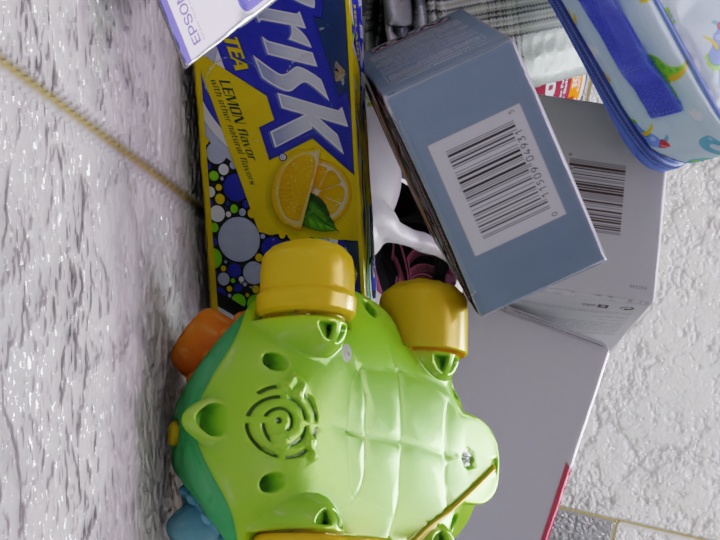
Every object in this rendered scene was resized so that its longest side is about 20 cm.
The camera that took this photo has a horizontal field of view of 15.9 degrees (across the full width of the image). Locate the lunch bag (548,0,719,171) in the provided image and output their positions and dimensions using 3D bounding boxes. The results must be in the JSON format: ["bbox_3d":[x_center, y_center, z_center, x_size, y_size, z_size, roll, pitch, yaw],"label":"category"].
[{"bbox_3d":[0.157,-0.161,1.282,0.161,0.082,0.201,-46,112,-37],"label":"lunch bag"}]

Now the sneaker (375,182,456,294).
[{"bbox_3d":[0.000,0.000,1.354,0.201,0.078,0.096,-82,157,-53],"label":"sneaker"}]

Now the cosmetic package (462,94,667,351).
[{"bbox_3d":[0.108,-0.014,1.399,0.200,0.084,0.108,112,-15,-74],"label":"cosmetic package"}]

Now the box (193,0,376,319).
[{"bbox_3d":[-0.033,-0.071,1.085,0.064,0.069,0.202,-81,169,-70],"label":"box"}]

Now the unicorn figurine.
[{"bbox_3d":[0.007,-0.038,1.276,0.137,0.074,0.201,36,29,-28],"label":"unicorn figurine"}]

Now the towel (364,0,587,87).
[{"bbox_3d":[0.073,-0.185,1.289,0.199,0.034,0.194,-12,108,-49],"label":"towel"}]

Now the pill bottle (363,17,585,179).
[{"bbox_3d":[0.050,-0.111,1.470,0.200,0.112,0.114,-24,114,-66],"label":"pill bottle"}]

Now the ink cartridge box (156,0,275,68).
[{"bbox_3d":[-0.033,-0.161,0.967,0.200,0.037,0.095,-44,120,-43],"label":"ink cartridge box"}]

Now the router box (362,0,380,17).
[{"bbox_3d":[0.026,-0.245,1.287,0.157,0.052,0.201,-30,121,-44],"label":"router box"}]

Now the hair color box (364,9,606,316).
[{"bbox_3d":[0.048,-0.052,1.119,0.200,0.060,0.100,-108,174,-80],"label":"hair color box"}]

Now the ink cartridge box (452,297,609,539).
[{"bbox_3d":[0.057,0.111,1.395,0.200,0.085,0.149,125,-16,-75],"label":"ink cartridge box"}]

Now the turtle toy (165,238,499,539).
[{"bbox_3d":[-0.010,0.076,1.042,0.199,0.101,0.147,19,68,-50],"label":"turtle toy"}]
